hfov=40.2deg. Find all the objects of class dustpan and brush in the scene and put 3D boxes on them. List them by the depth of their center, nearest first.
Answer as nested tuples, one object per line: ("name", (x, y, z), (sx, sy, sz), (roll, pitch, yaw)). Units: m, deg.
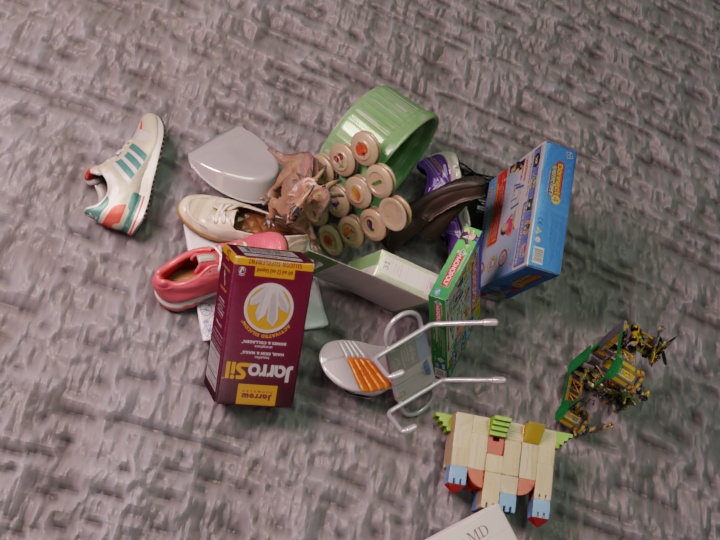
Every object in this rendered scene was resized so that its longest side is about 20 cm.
("dustpan and brush", (-0.150, -0.130, 1.479), (0.199, 0.057, 0.140), (32, 40, 15))

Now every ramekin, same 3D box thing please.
("ramekin", (0.021, -0.184, 1.499), (0.098, 0.200, 0.200), (40, 57, 9))

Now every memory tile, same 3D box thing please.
("memory tile", (-0.019, -0.107, 1.428), (0.017, 0.199, 0.154), (-30, 97, -42))

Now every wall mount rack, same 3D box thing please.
("wall mount rack", (0.109, 0.135, 1.365), (0.173, 0.201, 0.075), (-28, 42, -16))

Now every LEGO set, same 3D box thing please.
("LEGO set", (0.395, 0.176, 1.484), (0.115, 0.200, 0.154), (31, 37, -7))

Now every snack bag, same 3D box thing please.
("snack bag", (-0.150, 0.009, 1.435), (0.199, 0.021, 0.190), (-3, 66, -23))

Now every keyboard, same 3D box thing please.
("keyboard", (0.206, -0.113, 1.639), (0.199, 0.040, 0.105), (13, 84, -17))

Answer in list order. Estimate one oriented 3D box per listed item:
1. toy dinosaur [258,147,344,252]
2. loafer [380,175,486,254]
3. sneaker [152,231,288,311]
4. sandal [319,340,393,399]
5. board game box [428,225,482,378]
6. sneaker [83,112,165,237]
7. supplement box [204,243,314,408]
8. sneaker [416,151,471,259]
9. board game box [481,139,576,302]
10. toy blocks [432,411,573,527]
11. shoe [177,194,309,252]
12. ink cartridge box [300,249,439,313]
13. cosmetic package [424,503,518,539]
("toy dinosaur", (-0.082, -0.120, 1.381), (0.085, 0.136, 0.201), (6, 49, -22))
("loafer", (0.112, -0.084, 1.508), (0.072, 0.199, 0.073), (64, 27, -3))
("sneaker", (-0.192, -0.004, 1.348), (0.199, 0.087, 0.074), (-22, 71, -5))
("sandal", (0.014, 0.149, 1.414), (0.206, 0.059, 0.080), (7, 56, -43))
("board game box", (0.139, 0.051, 1.430), (0.029, 0.201, 0.135), (19, 56, 20))
("sneaker", (-0.340, -0.150, 1.407), (0.093, 0.070, 0.201), (16, 63, -20))
("supplement box", (-0.136, 0.074, 1.312), (0.110, 0.086, 0.202), (6, 101, -20))
("sneaker", (0.132, -0.087, 1.568), (0.083, 0.081, 0.202), (-11, 80, 5))
("board game box", (0.248, -0.070, 1.509), (0.056, 0.196, 0.201), (16, 73, -14))
("toy blocks", (0.195, 0.286, 1.402), (0.198, 0.100, 0.138), (12, 70, -6))
("shoe", (-0.166, -0.071, 1.425), (0.199, 0.053, 0.070), (18, 58, -16))
("ink cartridge box", (0.000, 0.000, 1.414), (0.199, 0.145, 0.048), (25, 75, -16))
("cosmetic package", (0.127, 0.436, 1.250), (0.164, 0.165, 0.201), (-19, 73, -29))
